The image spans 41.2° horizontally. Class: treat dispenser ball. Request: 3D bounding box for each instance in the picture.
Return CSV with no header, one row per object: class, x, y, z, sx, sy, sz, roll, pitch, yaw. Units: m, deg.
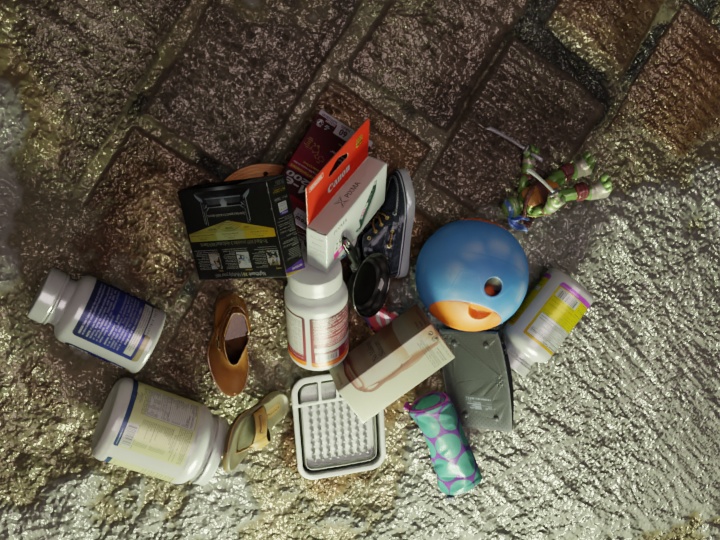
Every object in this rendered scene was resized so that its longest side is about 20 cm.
treat dispenser ball,0.197,0.007,1.694,0.201,0.201,0.201,-3,103,-14

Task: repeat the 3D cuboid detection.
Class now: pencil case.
pencil case,0.158,0.330,1.813,0.092,0.085,0.200,-13,108,25

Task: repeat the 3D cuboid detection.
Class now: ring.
ring,-0.168,-0.087,1.670,0.200,0.019,0.201,-3,103,-14

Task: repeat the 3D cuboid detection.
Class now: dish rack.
dish rack,-0.043,0.278,1.770,0.171,0.044,0.200,-7,103,-14

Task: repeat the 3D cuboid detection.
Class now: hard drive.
hard drive,0.222,0.200,1.787,0.042,0.135,0.200,-33,117,-51

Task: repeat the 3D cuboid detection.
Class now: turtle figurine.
turtle figurine,0.349,-0.172,1.727,0.194,0.144,0.200,-15,109,-15

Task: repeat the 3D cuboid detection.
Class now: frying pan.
frying pan,-0.004,0.017,1.629,0.190,0.031,0.115,22,82,-56

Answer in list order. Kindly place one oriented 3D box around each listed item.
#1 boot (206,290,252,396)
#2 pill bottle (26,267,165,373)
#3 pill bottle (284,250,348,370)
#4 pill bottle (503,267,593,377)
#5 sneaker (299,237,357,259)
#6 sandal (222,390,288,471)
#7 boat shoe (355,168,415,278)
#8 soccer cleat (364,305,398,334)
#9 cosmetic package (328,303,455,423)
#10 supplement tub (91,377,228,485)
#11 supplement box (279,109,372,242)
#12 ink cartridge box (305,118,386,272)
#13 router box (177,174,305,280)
boot,-0.220,0.140,1.632,0.074,0.155,0.200,-7,104,-14
pill bottle,-0.436,0.078,1.579,0.200,0.120,0.120,28,93,-19
pill bottle,-0.075,0.068,1.642,0.109,0.110,0.200,-11,132,-13
pill bottle,0.340,0.101,1.803,0.104,0.104,0.200,38,91,-19
sneaker,-0.099,-0.036,1.647,0.200,0.072,0.072,-15,81,-11
sandal,-0.175,0.276,1.668,0.200,0.054,0.080,-40,134,-50
boat shoe,0.041,-0.081,1.699,0.091,0.071,0.201,-3,105,-19
soccer cleat,0.064,0.125,1.754,0.200,0.067,0.077,36,86,-23
cosmetic package,0.052,0.161,1.680,0.200,0.103,0.087,-37,114,1
supplement tub,-0.341,0.279,1.635,0.200,0.145,0.145,23,95,-19
supplement box,-0.076,-0.158,1.617,0.109,0.061,0.200,31,74,-7
ink cartridge box,-0.020,-0.123,1.559,0.044,0.174,0.200,25,53,17
router box,-0.196,-0.068,1.563,0.052,0.200,0.157,-28,111,-52
